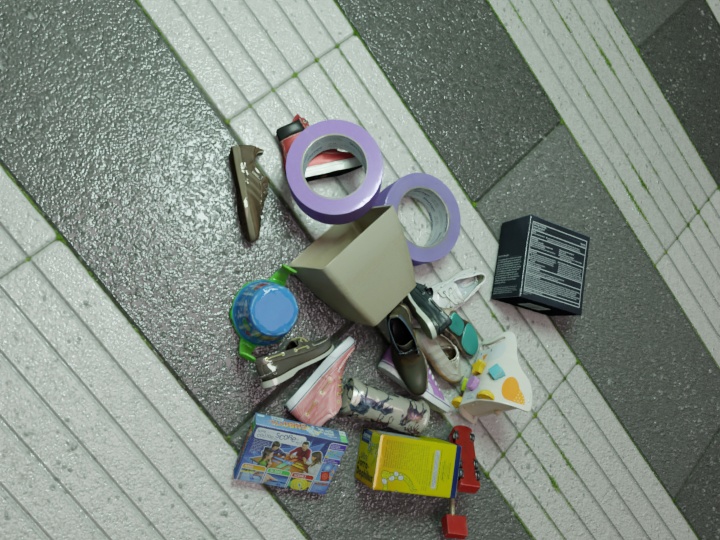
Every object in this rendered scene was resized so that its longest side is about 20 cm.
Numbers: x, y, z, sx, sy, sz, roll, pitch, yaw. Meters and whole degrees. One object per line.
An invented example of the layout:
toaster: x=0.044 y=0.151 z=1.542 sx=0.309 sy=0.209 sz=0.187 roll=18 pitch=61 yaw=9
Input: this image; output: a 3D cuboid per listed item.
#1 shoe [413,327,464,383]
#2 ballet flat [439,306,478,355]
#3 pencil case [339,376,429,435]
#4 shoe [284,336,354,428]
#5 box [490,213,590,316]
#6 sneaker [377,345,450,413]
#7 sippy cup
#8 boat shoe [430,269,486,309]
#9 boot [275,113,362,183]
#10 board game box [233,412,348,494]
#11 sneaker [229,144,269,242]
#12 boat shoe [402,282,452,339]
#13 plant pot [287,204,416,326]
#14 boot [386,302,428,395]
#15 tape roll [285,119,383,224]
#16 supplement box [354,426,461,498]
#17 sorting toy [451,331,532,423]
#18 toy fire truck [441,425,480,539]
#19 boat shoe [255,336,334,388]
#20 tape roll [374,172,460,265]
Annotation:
shoe: x=0.189 y=0.191 z=1.249 sx=0.200 sy=0.053 sz=0.071 roll=45 pitch=35 yaw=-35
ballet flat: x=0.217 y=0.136 z=1.286 sx=0.069 sy=0.066 sz=0.200 roll=-62 pitch=141 yaw=-19
pencil case: x=0.047 y=0.292 z=1.195 sx=0.196 sy=0.089 sz=0.079 roll=20 pitch=87 yaw=-14
shoe: x=-0.061 y=0.239 z=1.162 sx=0.091 sy=0.072 sz=0.200 roll=43 pitch=76 yaw=2
box: x=0.446 y=-0.007 z=1.375 sx=0.196 sy=0.123 sz=0.203 roll=16 pitch=79 yaw=-21
sneaker: x=0.145 y=0.229 z=1.255 sx=0.200 sy=0.072 sz=0.115 roll=41 pitch=68 yaw=-13
sippy cup: x=-0.184 y=0.082 z=1.104 sx=0.137 sy=0.130 sz=0.182 roll=-7 pitch=87 yaw=-22
boat shoe: x=0.213 y=0.055 z=1.301 sx=0.198 sy=0.069 sz=0.072 roll=-35 pitch=99 yaw=-21
boot: x=-0.082 y=-0.279 z=1.221 sx=0.196 sy=0.072 sz=0.148 roll=-13 pitch=87 yaw=-19
board game box: x=-0.138 y=0.368 z=1.107 sx=0.196 sy=0.035 sz=0.138 roll=19 pitch=107 yaw=-20
sneaker: x=-0.218 y=-0.163 z=1.150 sx=0.074 sy=0.070 sz=0.205 roll=-9 pitch=88 yaw=-23
boat shoe: x=0.136 y=0.064 z=1.213 sx=0.065 sy=0.200 sz=0.076 roll=-24 pitch=127 yaw=-8
plant pot: x=0.000 y=0.000 z=1.163 sx=0.199 sy=0.199 sz=0.179 roll=-42 pitch=109 yaw=-20
boot: x=0.092 y=0.172 z=1.154 sx=0.073 sy=0.097 sz=0.204 roll=-17 pitch=91 yaw=11
tape roll: x=-0.052 y=-0.200 z=1.133 sx=0.195 sy=0.066 sz=0.205 roll=0 pitch=76 yaw=-2
supplement box: x=0.102 y=0.413 z=1.195 sx=0.196 sy=0.109 sz=0.112 roll=14 pitch=79 yaw=-20
sorting toy: x=0.295 y=0.232 z=1.262 sx=0.105 sy=0.200 sz=0.183 roll=28 pitch=59 yaw=-15
toy fire truck: x=0.219 y=0.469 z=1.239 sx=0.048 sy=0.143 sz=0.202 roll=10 pitch=40 yaw=-8
boat shoe: x=-0.130 y=0.170 z=1.123 sx=0.198 sy=0.071 sz=0.061 roll=-24 pitch=92 yaw=-47
tape roll: x=0.127 y=-0.115 z=1.278 sx=0.195 sy=0.085 sz=0.205 roll=3 pitch=83 yaw=-23
